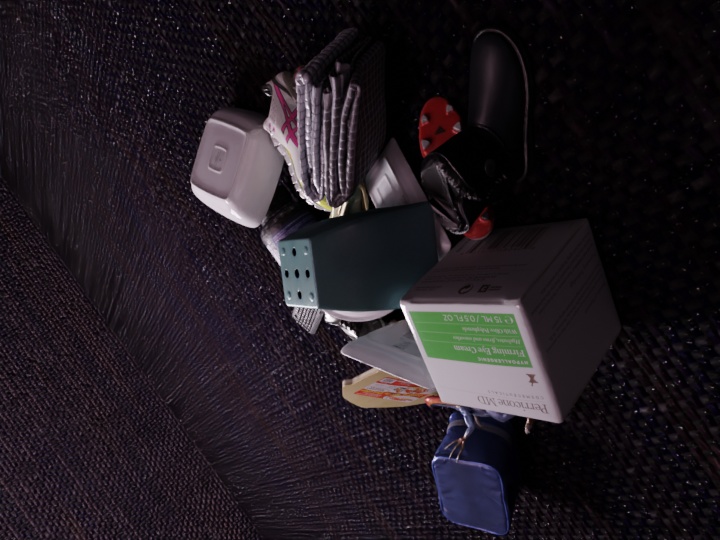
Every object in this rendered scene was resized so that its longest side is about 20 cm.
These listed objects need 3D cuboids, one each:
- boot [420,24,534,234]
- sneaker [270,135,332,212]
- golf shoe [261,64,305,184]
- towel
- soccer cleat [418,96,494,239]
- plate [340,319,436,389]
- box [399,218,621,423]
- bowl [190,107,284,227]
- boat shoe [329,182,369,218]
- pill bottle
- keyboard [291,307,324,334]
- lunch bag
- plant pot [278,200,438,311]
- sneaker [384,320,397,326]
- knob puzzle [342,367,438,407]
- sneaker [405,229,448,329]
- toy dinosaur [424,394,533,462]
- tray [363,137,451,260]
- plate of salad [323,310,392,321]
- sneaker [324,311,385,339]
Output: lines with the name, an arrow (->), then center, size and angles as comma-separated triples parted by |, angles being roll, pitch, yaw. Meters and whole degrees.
boot -> 0.136, -0.165, 0.715 | 0.075, 0.167, 0.204 | 12, 128, 43
sneaker -> -0.079, -0.192, 1.027 | 0.090, 0.078, 0.202 | -29, 97, 48
golf shoe -> -0.105, -0.219, 0.955 | 0.073, 0.090, 0.205 | 44, -146, -67
towel -> -0.017, -0.214, 0.853 | 0.084, 0.167, 0.203 | 17, 133, 15
soccer cleat -> 0.132, -0.138, 0.833 | 0.067, 0.085, 0.204 | -22, 85, 14
plate -> 0.099, 0.121, 0.989 | 0.197, 0.197, 0.033 | 15, 111, 42
box -> 0.199, 0.059, 0.802 | 0.197, 0.199, 0.174 | -3, 120, 49
bowl -> -0.236, -0.200, 1.118 | 0.198, 0.074, 0.204 | 27, 100, 37
boat shoe -> -0.012, -0.082, 1.022 | 0.203, 0.072, 0.064 | 91, 158, -45
pill bottle -> -0.121, -0.057, 1.157 | 0.202, 0.111, 0.112 | 54, 145, 1
keyboard -> -0.126, 0.068, 1.334 | 0.104, 0.039, 0.201 | 43, 143, 15
lunch bag -> 0.220, 0.365, 1.102 | 0.133, 0.133, 0.204 | 4, 124, 28
plant pot -> -0.008, -0.010, 0.855 | 0.140, 0.197, 0.145 | 0, 100, 54
sneaker -> 0.070, 0.147, 1.140 | 0.198, 0.077, 0.101 | 25, 133, 33
knob puzzle -> 0.053, 0.204, 1.068 | 0.220, 0.215, 0.031 | 132, 142, -54
sneaker -> 0.095, 0.009, 0.974 | 0.069, 0.093, 0.203 | 21, 134, 37
toy dinosaur -> 0.201, 0.214, 1.012 | 0.178, 0.105, 0.205 | 19, 102, 17
tray -> 0.061, -0.091, 0.927 | 0.108, 0.022, 0.203 | -49, 60, 47
plate of salad -> 0.000, 0.000, 1.041 | 0.048, 0.195, 0.204 | -98, 7, -57
sneaker -> -0.025, 0.089, 1.139 | 0.200, 0.089, 0.068 | 40, 108, 52
